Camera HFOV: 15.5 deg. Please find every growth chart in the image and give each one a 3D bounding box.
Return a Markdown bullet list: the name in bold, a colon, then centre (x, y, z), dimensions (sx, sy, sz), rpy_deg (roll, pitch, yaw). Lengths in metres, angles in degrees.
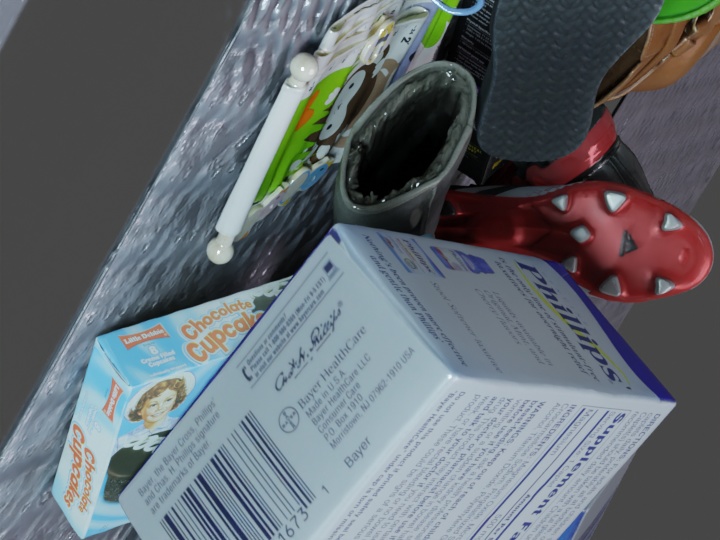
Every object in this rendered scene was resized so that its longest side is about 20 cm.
- **growth chart**: centre (-0.005, -0.091, 1.316), dimensions (0.200, 0.018, 0.145), rpy_deg (-42, 162, -45)

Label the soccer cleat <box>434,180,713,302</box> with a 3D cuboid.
- **soccer cleat**: centre (0.104, -0.020, 1.531), dimensions (0.085, 0.199, 0.069), rpy_deg (-26, 119, -82)

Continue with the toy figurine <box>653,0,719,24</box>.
- **toy figurine**: centre (0.180, -0.246, 1.304), dimensions (0.184, 0.150, 0.200), rpy_deg (-37, 143, -42)

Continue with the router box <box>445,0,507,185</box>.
- **router box**: centre (0.118, -0.161, 1.514), dimensions (0.200, 0.051, 0.149), rpy_deg (-46, 162, -38)

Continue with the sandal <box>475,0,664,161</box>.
- **sandal**: centre (0.093, -0.120, 1.281), dimensions (0.201, 0.075, 0.048), rpy_deg (114, -22, -61)

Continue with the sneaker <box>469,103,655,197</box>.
- **sneaker**: centre (0.112, -0.031, 1.622), dimensions (0.071, 0.098, 0.200), rpy_deg (-47, -173, -31)

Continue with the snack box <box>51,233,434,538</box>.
- **snack box**: centre (-0.050, 0.056, 1.302), dimensions (0.200, 0.037, 0.116), rpy_deg (-18, 145, -33)

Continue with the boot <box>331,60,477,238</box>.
- **boot**: centre (-0.002, 0.000, 1.380), dimensions (0.182, 0.072, 0.200), rpy_deg (-62, -179, -18)

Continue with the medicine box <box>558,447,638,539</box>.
- **medicine box**: centre (0.048, 0.114, 1.595), dimensions (0.103, 0.200, 0.182), rpy_deg (-48, 165, -42)

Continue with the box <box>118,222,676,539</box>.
- **box**: centre (0.020, 0.086, 1.275), dimensions (0.200, 0.105, 0.184), rpy_deg (10, 125, -53)

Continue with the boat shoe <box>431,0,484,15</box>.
- **boat shoe**: centre (0.044, -0.153, 1.200), dimensions (0.069, 0.084, 0.200), rpy_deg (-57, 166, 21)

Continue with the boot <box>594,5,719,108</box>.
- **boot**: centre (0.186, -0.179, 1.462), dimensions (0.155, 0.074, 0.200), rpy_deg (-30, 146, -52)
